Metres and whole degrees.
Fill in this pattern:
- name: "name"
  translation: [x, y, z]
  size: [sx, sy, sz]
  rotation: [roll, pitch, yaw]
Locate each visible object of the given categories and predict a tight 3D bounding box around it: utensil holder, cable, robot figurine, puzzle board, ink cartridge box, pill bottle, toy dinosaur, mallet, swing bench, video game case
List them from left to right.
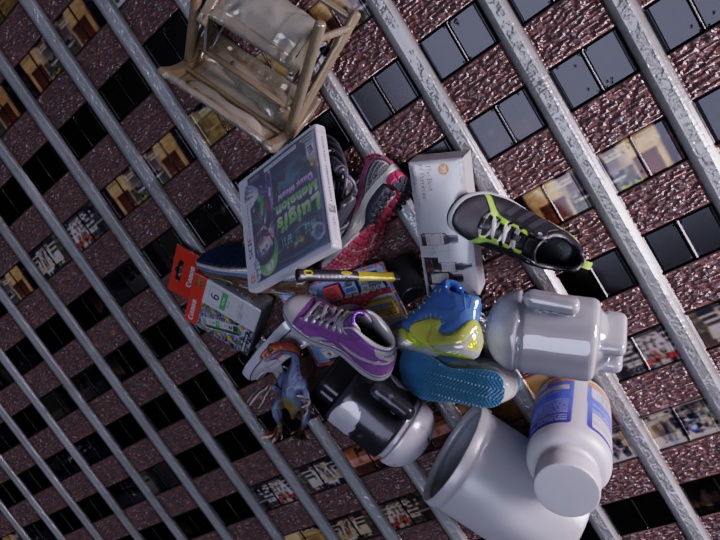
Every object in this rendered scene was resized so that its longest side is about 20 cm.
- name: "ink cartridge box"
  translation: [-0.255, 0.049, 1.094]
  size: [0.199, 0.050, 0.110]
  rotation: [29, 124, 8]
- name: "swing bench"
  translation: [-0.141, -0.306, 0.867]
  size: [0.198, 0.130, 0.201]
  rotation: [35, 125, 4]
- name: "video game case"
  translation: [-0.108, -0.084, 0.913]
  size: [0.199, 0.023, 0.184]
  rotation: [-25, 66, 42]
- name: "toy dinosaur"
  translation: [-0.122, 0.191, 1.036]
  size: [0.104, 0.200, 0.183]
  rotation: [9, 101, 4]
- name: "cable"
  translation: [-0.086, -0.100, 0.936]
  size: [0.164, 0.051, 0.201]
  rotation: [53, 124, 32]
- name: "puzzle board"
  translation: [-0.021, 0.077, 1.024]
  size: [0.198, 0.017, 0.152]
  rotation: [-16, 110, 27]
- name: "mallet"
  translation: [0.000, 0.000, 0.912]
  size: [0.198, 0.066, 0.041]
  rotation: [8, 141, -23]
- name: "robot figurine"
  translation: [0.026, 0.222, 1.021]
  size: [0.199, 0.150, 0.125]
  rotation: [38, 103, 4]
- name: "utensil holder"
  translation: [0.222, 0.328, 0.962]
  size: [0.199, 0.170, 0.171]
  rotation: [31, 119, 4]
- name: "robot figurine"
  translation: [0.260, 0.088, 0.877]
  size: [0.198, 0.114, 0.171]
  rotation: [6, 137, 18]
- name: "pill bottle"
  translation: [0.289, 0.240, 0.878]
  size: [0.111, 0.200, 0.113]
  rotation: [8, 114, 18]

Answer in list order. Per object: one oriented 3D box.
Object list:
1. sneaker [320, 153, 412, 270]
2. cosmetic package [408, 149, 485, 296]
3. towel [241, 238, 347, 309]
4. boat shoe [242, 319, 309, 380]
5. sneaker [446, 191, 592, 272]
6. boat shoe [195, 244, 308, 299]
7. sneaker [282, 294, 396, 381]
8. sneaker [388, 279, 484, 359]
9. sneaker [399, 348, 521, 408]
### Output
- name: "sneaker"
  translation: [0.000, -0.078, 0.939]
  size: [0.075, 0.080, 0.201]
  rotation: [50, 119, 28]
- name: "cosmetic package"
  translation: [0.125, -0.064, 0.903]
  size: [0.082, 0.051, 0.202]
  rotation: [-3, 110, 21]
- name: "towel"
  translation: [-0.112, 0.016, 1.050]
  size: [0.199, 0.018, 0.087]
  rotation: [27, 124, 8]
- name: "boat shoe"
  translation: [-0.135, 0.144, 1.062]
  size: [0.065, 0.073, 0.200]
  rotation: [46, 136, 4]
- name: "sneaker"
  translation: [0.212, -0.049, 0.832]
  size: [0.198, 0.083, 0.072]
  rotation: [18, 103, -6]
- name: "boat shoe"
  translation: [-0.176, 0.009, 1.021]
  size: [0.198, 0.072, 0.073]
  rotation: [7, 127, 24]
- name: "sneaker"
  translation: [-0.030, 0.073, 0.939]
  size: [0.199, 0.073, 0.115]
  rotation: [27, 149, 15]
- name: "sneaker"
  translation: [0.111, 0.068, 0.915]
  size: [0.199, 0.075, 0.106]
  rotation: [1, 73, 57]
- name: "sneaker"
  translation: [0.147, 0.164, 0.973]
  size: [0.199, 0.080, 0.077]
  rotation: [11, 96, 40]
